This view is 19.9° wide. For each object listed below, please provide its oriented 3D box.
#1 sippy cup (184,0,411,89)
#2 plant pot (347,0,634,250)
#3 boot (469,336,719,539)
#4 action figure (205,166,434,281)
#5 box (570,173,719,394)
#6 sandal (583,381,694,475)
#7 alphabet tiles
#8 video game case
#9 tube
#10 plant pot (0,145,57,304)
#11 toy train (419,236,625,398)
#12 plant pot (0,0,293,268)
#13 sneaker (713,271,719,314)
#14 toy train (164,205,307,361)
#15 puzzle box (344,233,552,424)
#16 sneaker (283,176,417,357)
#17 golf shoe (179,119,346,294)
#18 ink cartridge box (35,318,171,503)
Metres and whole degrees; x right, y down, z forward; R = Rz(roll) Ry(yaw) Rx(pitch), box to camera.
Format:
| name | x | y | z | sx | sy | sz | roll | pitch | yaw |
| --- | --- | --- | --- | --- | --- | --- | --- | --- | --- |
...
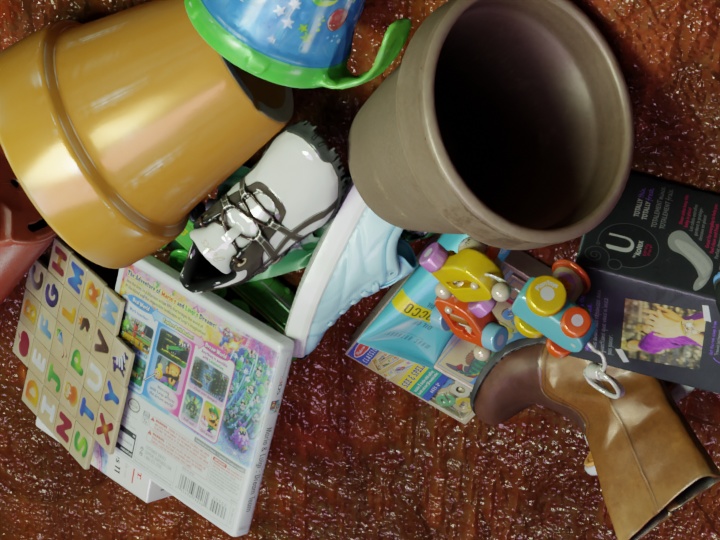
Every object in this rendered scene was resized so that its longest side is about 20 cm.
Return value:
| name | x | y | z | sx | sy | sz | roll | pitch | yaw |
| --- | --- | --- | --- | --- | --- | --- | --- | --- | --- |
| sippy cup | -0.045 | -0.228 | 1.529 | 0.177 | 0.140 | 0.131 | 22 | 125 | -15 |
| plant pot | 0.081 | -0.100 | 1.568 | 0.200 | 0.201 | 0.174 | 42 | 149 | -19 |
| boot | 0.192 | 0.139 | 1.712 | 0.188 | 0.201 | 0.068 | -35 | 151 | 24 |
| action figure | -0.030 | -0.040 | 1.741 | 0.199 | 0.055 | 0.119 | -1 | 117 | 14 |
| box | 0.269 | 0.015 | 1.632 | 0.199 | 0.123 | 0.106 | 15 | 136 | 7 |
| sandal | 0.239 | 0.095 | 1.753 | 0.059 | 0.079 | 0.207 | 35 | 134 | -2 |
| alphabet tiles | -0.261 | 0.074 | 1.851 | 0.200 | 0.006 | 0.167 | 38 | 121 | 46 |
| video game case | -0.150 | 0.103 | 1.763 | 0.200 | 0.024 | 0.183 | 29 | 114 | 35 |
| tube | 0.080 | -0.001 | 1.702 | 0.077 | 0.051 | 0.200 | 23 | 120 | -21 |
| plant pot | -0.367 | -0.033 | 1.793 | 0.201 | 0.201 | 0.195 | 39 | 124 | -17 |
| toy train | 0.126 | 0.027 | 1.611 | 0.199 | 0.056 | 0.150 | 19 | 156 | 42 |
| plant pot | -0.161 | -0.131 | 1.628 | 0.183 | 0.201 | 0.200 | -28 | 118 | 19 |
| sneaker | 0.314 | 0.074 | 1.524 | 0.070 | 0.083 | 0.200 | -9 | 128 | 25 |
| toy train | -0.109 | 0.006 | 1.827 | 0.200 | 0.042 | 0.056 | 42 | 121 | -18 |
| puzzle box | 0.087 | 0.044 | 1.796 | 0.133 | 0.025 | 0.200 | 31 | 134 | -7 |
| sneaker | 0.000 | 0.000 | 1.687 | 0.082 | 0.074 | 0.201 | 25 | 119 | -3 |
| golf shoe | -0.081 | -0.039 | 1.640 | 0.078 | 0.094 | 0.200 | 47 | 140 | 8 |
| ink cartridge box | -0.200 | 0.130 | 1.870 | 0.199 | 0.067 | 0.118 | 28 | 115 | 34 |
